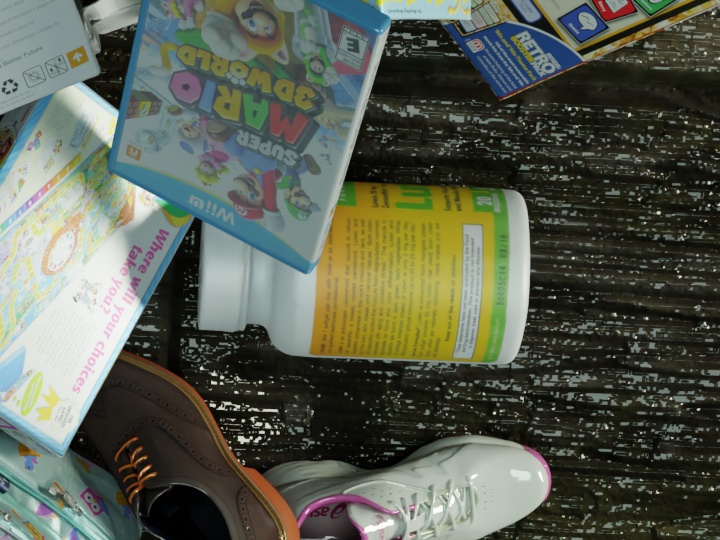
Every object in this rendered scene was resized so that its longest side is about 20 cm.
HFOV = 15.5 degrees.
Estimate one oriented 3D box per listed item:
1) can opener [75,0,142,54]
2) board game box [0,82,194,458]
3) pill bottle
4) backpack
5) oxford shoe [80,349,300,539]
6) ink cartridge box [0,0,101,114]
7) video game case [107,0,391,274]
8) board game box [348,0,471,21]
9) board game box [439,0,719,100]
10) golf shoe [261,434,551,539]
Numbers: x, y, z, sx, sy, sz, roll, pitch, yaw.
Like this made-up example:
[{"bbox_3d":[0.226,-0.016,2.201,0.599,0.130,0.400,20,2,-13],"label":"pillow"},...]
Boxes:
[{"bbox_3d":[-0.183,-0.158,1.629,0.200,0.053,0.067,-22,73,1],"label":"can opener"},{"bbox_3d":[-0.190,-0.006,1.610,0.134,0.034,0.200,38,71,-31],"label":"board game box"},{"bbox_3d":[0.000,0.000,1.654,0.200,0.111,0.111,3,107,-6],"label":"pill bottle"},{"bbox_3d":[-0.239,0.184,1.671,0.200,0.153,0.176,34,112,-29],"label":"backpack"},{"bbox_3d":[-0.126,0.119,1.667,0.200,0.073,0.071,40,112,18],"label":"oxford shoe"},{"bbox_3d":[-0.270,-0.161,1.509,0.198,0.047,0.200,-23,126,-7],"label":"ink cartridge box"},{"bbox_3d":[-0.068,-0.100,1.530,0.143,0.018,0.200,27,136,9],"label":"video game case"},{"bbox_3d":[-0.002,-0.244,1.517,0.103,0.105,0.200,5,98,32],"label":"board game box"},{"bbox_3d":[0.126,-0.201,1.576,0.200,0.046,0.152,-21,123,32],"label":"board game box"},{"bbox_3d":[0.029,0.159,1.718,0.200,0.092,0.075,-10,106,-3],"label":"golf shoe"}]
